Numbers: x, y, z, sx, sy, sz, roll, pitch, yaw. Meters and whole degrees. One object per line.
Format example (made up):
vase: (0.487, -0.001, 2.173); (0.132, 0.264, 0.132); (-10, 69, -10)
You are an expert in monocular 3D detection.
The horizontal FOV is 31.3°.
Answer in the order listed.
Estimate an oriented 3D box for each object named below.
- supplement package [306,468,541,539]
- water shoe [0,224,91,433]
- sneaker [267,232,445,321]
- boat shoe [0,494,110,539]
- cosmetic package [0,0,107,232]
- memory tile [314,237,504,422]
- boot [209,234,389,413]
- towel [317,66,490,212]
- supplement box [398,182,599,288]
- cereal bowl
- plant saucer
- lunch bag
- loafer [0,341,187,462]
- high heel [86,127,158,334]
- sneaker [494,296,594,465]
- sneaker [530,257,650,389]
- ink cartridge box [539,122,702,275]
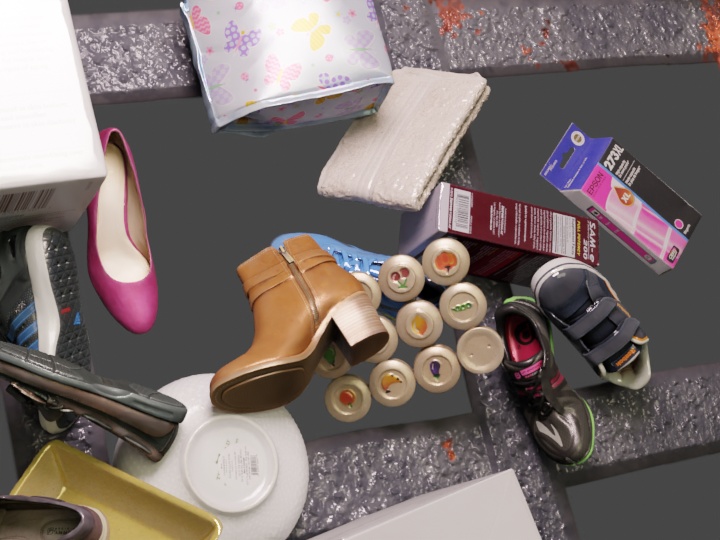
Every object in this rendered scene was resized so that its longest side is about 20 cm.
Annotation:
supplement package: (0.051, 0.301, 1.235); (0.191, 0.200, 0.147); (-17, 81, -26)
water shoe: (-0.312, 0.057, 1.240); (0.071, 0.079, 0.200); (-6, 93, -69)
sneaker: (0.000, 0.000, 1.382); (0.200, 0.078, 0.066); (21, 68, -15)
boat shoe: (-0.325, 0.230, 1.133); (0.200, 0.065, 0.072); (-3, 57, 4)
cosmetic package: (-0.356, -0.144, 1.222); (0.167, 0.166, 0.200); (-9, 78, -26)
memory tile: (0.038, 0.064, 1.345); (0.200, 0.017, 0.153); (-20, 93, 4)
boot: (-0.089, 0.050, 1.283); (0.200, 0.074, 0.155); (-20, 55, -27)
towel: (0.050, -0.151, 1.430); (0.200, 0.132, 0.034); (-60, 143, -27)
supplement box: (0.155, -0.034, 1.442); (0.200, 0.109, 0.061); (13, 68, -20)
cereal bowl: (-0.139, 0.194, 1.255); (0.200, 0.083, 0.200); (7, 70, -21)
plant saucer: (-0.251, 0.280, 1.160); (0.200, 0.048, 0.200); (21, 62, 19)
lunch bag: (-0.085, -0.244, 1.394); (0.200, 0.127, 0.170); (-14, 80, -17)
loafer: (-0.260, 0.121, 1.169); (0.200, 0.072, 0.063); (20, 92, -15)
high heel: (-0.234, -0.040, 1.280); (0.067, 0.096, 0.200); (-6, 75, -25)
sneaker: (0.192, 0.123, 1.414); (0.084, 0.077, 0.200); (9, 54, -59)
sneaker: (0.266, 0.062, 1.427); (0.200, 0.078, 0.079); (40, 14, -39)
ink cartridge box: (0.321, -0.092, 1.577); (0.200, 0.037, 0.095); (38, 62, -6)
